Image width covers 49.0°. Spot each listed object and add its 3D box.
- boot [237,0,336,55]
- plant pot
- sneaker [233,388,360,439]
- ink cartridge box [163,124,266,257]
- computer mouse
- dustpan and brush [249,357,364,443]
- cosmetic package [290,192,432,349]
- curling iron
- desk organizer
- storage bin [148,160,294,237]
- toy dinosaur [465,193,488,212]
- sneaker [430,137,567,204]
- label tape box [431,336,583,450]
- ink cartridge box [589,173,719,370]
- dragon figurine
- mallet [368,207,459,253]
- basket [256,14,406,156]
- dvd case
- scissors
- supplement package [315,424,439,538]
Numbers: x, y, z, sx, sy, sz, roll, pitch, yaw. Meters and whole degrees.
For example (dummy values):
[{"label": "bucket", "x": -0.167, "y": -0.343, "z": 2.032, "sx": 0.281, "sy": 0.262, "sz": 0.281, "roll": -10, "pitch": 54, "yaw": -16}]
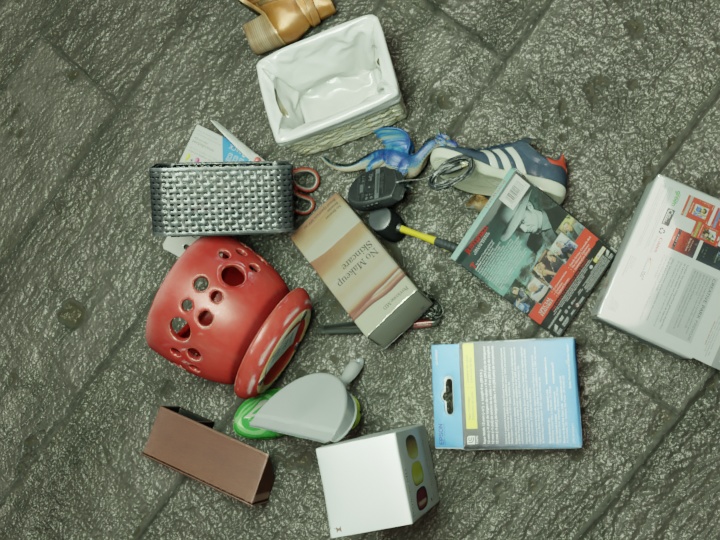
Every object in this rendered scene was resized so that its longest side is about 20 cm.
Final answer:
[{"label": "boot", "x": -0.133, "y": -0.463, "z": 1.267, "sx": 0.152, "sy": 0.074, "sz": 0.203, "roll": -23, "pitch": 89, "yaw": 12}, {"label": "plant pot", "x": -0.182, "y": 0.073, "z": 1.145, "sx": 0.181, "sy": 0.200, "sz": 0.203, "roll": 32, "pitch": 92, "yaw": 9}, {"label": "sneaker", "x": -0.100, "y": 0.207, "z": 1.158, "sx": 0.196, "sy": 0.083, "sz": 0.076, "roll": -9, "pitch": 80, "yaw": 14}, {"label": "ink cartridge box", "x": -0.243, "y": -0.109, "z": 1.249, "sx": 0.114, "sy": 0.068, "sz": 0.203, "roll": 25, "pitch": 90, "yaw": 16}, {"label": "computer mouse", "x": 0.070, "y": -0.121, "z": 1.111, "sx": 0.196, "sy": 0.034, "sz": 0.060, "roll": -9, "pitch": 59, "yaw": 28}, {"label": "dustpan and brush", "x": -0.047, "y": 0.174, "z": 1.102, "sx": 0.137, "sy": 0.058, "sz": 0.201, "roll": 4, "pitch": 39, "yaw": 30}, {"label": "cosmetic package", "x": 0.000, "y": 0.000, "z": 1.140, "sx": 0.103, "sy": 0.087, "sz": 0.201, "roll": -43, "pitch": 65, "yaw": 4}, {"label": "curling iron", "x": 0.029, "y": 0.073, "z": 1.172, "sx": 0.196, "sy": 0.026, "sz": 0.051, "roll": -13, "pitch": 67, "yaw": 16}, {"label": "desk organizer", "x": -0.222, "y": 0.276, "z": 1.191, "sx": 0.197, "sy": 0.072, "sz": 0.078, "roll": 19, "pitch": 85, "yaw": 17}, {"label": "storage bin", "x": -0.195, "y": -0.105, "z": 1.130, "sx": 0.195, "sy": 0.135, "sz": 0.096, "roll": -2, "pitch": 101, "yaw": -9}, {"label": "toy dinosaur", "x": 0.224, "y": -0.041, "z": 1.114, "sx": 0.198, "sy": 0.060, "sz": 0.107, "roll": 33, "pitch": 90, "yaw": 17}, {"label": "sneaker", "x": 0.199, "y": -0.155, "z": 1.126, "sx": 0.196, "sy": 0.075, "sz": 0.086, "roll": 17, "pitch": 70, "yaw": 0}, {"label": "label tape box", "x": 0.201, "y": 0.171, "z": 1.090, "sx": 0.196, "sy": 0.066, "sz": 0.147, "roll": -5, "pitch": 81, "yaw": 18}, {"label": "ink cartridge box", "x": 0.423, "y": 0.007, "z": 1.036, "sx": 0.173, "sy": 0.084, "sz": 0.203, "roll": 25, "pitch": 90, "yaw": 11}, {"label": "dragon figurine", "x": 0.047, "y": -0.177, "z": 1.182, "sx": 0.196, "sy": 0.059, "sz": 0.102, "roll": 13, "pitch": 86, "yaw": 16}, {"label": "mallet", "x": 0.097, "y": -0.046, "z": 1.118, "sx": 0.198, "sy": 0.066, "sz": 0.042, "roll": 21, "pitch": 86, "yaw": 37}, {"label": "basket", "x": -0.036, "y": -0.268, "z": 1.184, "sx": 0.196, "sy": 0.123, "sz": 0.138, "roll": -18, "pitch": 78, "yaw": 13}, {"label": "dvd case", "x": 0.237, "y": -0.020, "z": 1.071, "sx": 0.198, "sy": 0.022, "sz": 0.147, "roll": 34, "pitch": 92, "yaw": -19}, {"label": "scissors", "x": -0.150, "y": -0.153, "z": 1.204, "sx": 0.197, "sy": 0.014, "sz": 0.074, "roll": 26, "pitch": 90, "yaw": -17}, {"label": "supplement package", "x": 0.029, "y": 0.275, "z": 1.052, "sx": 0.107, "sy": 0.200, "sz": 0.116, "roll": -14, "pitch": 79, "yaw": 13}]
